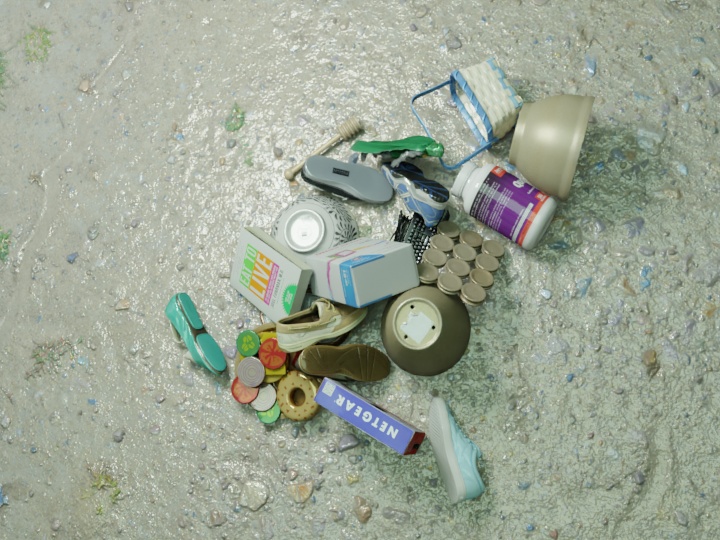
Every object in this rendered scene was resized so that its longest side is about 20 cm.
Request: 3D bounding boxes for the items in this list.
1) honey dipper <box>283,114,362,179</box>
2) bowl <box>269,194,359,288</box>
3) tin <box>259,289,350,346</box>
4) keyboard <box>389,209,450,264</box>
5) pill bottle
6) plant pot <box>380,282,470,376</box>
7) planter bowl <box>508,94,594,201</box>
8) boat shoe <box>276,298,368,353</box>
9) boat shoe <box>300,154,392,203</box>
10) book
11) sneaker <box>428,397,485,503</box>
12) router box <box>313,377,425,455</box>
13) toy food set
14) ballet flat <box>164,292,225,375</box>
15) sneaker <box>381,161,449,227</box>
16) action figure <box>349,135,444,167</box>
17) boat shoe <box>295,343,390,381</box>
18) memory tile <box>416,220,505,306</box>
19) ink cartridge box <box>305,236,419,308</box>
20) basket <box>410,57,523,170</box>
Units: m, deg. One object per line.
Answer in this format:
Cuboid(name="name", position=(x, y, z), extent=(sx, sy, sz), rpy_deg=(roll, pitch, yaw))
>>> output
Cuboid(name="honey dipper", position=(-0.084, -0.260, 1.854), extent=(0.198, 0.038, 0.038), rpy_deg=(-36, 75, 3))
Cuboid(name="bowl", position=(-0.106, -0.072, 1.790), extent=(0.195, 0.094, 0.206), rpy_deg=(-2, 79, 9))
Cuboid(name="tin", position=(-0.114, 0.096, 1.787), extent=(0.195, 0.042, 0.115), rpy_deg=(10, 85, 12))
Cuboid(name="keyboard", position=(0.103, -0.049, 1.775), extent=(0.102, 0.040, 0.204), rpy_deg=(21, 82, 13))
Cuboid(name="pill bottle", position=(0.283, -0.136, 1.721), extent=(0.198, 0.112, 0.114), rpy_deg=(32, 85, 14))
Cuboid(name="plant pot", position=(0.117, 0.107, 1.648), extent=(0.182, 0.200, 0.193), rpy_deg=(-1, 84, 8))
Cuboid(name="planter bowl", position=(0.365, -0.251, 1.684), extent=(0.132, 0.200, 0.205), rpy_deg=(16, 81, 13))
Cuboid(name="boat shoe", position=(-0.075, 0.093, 1.695), extent=(0.197, 0.068, 0.074), rpy_deg=(-25, 30, -22))
Cuboid(name="boat shoe", position=(-0.031, -0.180, 1.811), extent=(0.194, 0.068, 0.075), rpy_deg=(12, 68, -13))
Cuboid(name="book", position=(-0.184, 0.014, 1.758), extent=(0.199, 0.047, 0.136), rpy_deg=(34, 114, 38))
Cuboid(name="sneaker", position=(0.188, 0.342, 1.674), extent=(0.080, 0.074, 0.205), rpy_deg=(-5, 70, -22))
Cuboid(name="router box", position=(0.021, 0.280, 1.650), extent=(0.197, 0.180, 0.050), rpy_deg=(29, 85, 14))
Cuboid(name="toy food set", position=(-0.170, 0.206, 1.749), extent=(0.193, 0.049, 0.206), rpy_deg=(-3, 92, 13))
Cuboid(name="ballet flat", position=(-0.349, 0.144, 1.813), extent=(0.070, 0.067, 0.202), rpy_deg=(-39, 73, 25))
Cuboid(name="sneaker", position=(0.101, -0.161, 1.762), extent=(0.074, 0.079, 0.200), rpy_deg=(-10, 37, -30))
Cuboid(name="action figure", position=(0.088, -0.242, 1.745), extent=(0.197, 0.117, 0.056), rpy_deg=(6, 113, 43))
Cuboid(name="boat shoe", position=(-0.036, 0.182, 1.716), extent=(0.196, 0.065, 0.075), rpy_deg=(11, 75, -24))
Cuboid(name="memory tile", position=(0.197, -0.017, 1.698), extent=(0.150, 0.017, 0.201), rpy_deg=(22, 42, 10))
Cuboid(name="ink cartridge box", position=(0.000, 0.000, 1.678), extent=(0.142, 0.199, 0.087), rpy_deg=(-19, 103, -26))
Cuboid(name="basket", position=(0.220, -0.317, 1.755), extent=(0.196, 0.139, 0.179), rpy_deg=(-25, 74, -4))
